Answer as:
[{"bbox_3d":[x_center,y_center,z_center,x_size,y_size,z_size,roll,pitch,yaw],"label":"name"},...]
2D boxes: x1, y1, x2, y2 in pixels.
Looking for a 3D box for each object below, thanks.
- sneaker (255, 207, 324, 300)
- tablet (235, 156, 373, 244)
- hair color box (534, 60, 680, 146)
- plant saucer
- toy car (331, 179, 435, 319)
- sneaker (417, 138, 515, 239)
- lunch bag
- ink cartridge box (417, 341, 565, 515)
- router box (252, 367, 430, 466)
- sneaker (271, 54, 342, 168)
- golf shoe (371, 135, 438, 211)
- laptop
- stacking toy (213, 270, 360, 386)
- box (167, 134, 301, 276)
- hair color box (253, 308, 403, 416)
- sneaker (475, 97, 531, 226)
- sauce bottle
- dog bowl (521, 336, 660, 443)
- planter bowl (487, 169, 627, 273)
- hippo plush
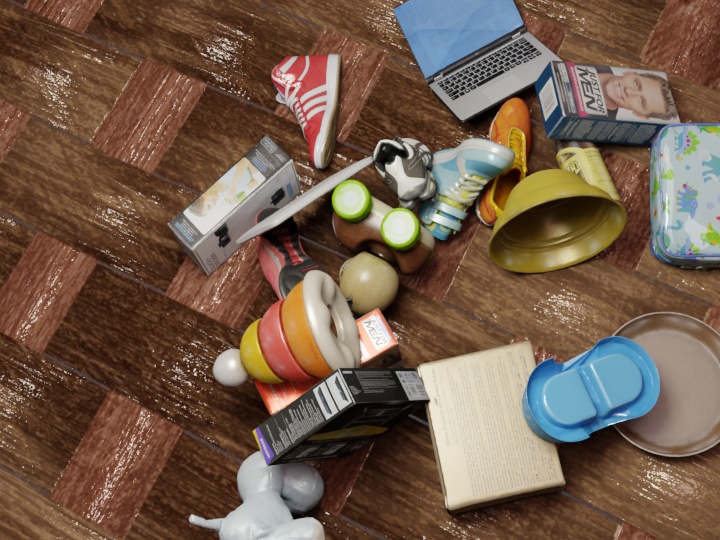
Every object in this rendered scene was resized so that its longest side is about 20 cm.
[{"bbox_3d":[-0.102,0.007,1.548,0.073,0.087,0.202,-11,59,-20],"label":"sneaker"},{"bbox_3d":[-0.080,-0.100,1.502,0.199,0.130,0.014,-36,98,-33],"label":"tablet"},{"bbox_3d":[0.364,-0.245,1.561,0.196,0.061,0.102,2,62,-19],"label":"hair color box"},{"bbox_3d":[0.424,0.158,1.463,0.196,0.032,0.204,-2,69,5],"label":"plant saucer"},{"bbox_3d":[0.000,0.000,1.511,0.156,0.164,0.202,29,88,16],"label":"toy car"},{"bbox_3d":[0.149,-0.111,1.524,0.078,0.200,0.133,20,79,-17],"label":"sneaker"},{"bbox_3d":[0.496,-0.105,1.513,0.158,0.083,0.204,0,79,5],"label":"lunch bag"},{"bbox_3d":[0.177,0.215,1.446,0.162,0.075,0.203,-12,69,3],"label":"ink cartridge box"},{"bbox_3d":[-0.021,0.189,1.385,0.157,0.199,0.053,-37,67,23],"label":"router box"},{"bbox_3d":[-0.090,-0.250,1.650,0.110,0.072,0.203,4,63,3],"label":"sneaker"},{"bbox_3d":[0.059,-0.166,1.547,0.077,0.095,0.201,-36,26,9],"label":"golf shoe"},{"bbox_3d":[0.181,-0.357,1.631,0.185,0.117,0.201,-28,42,-4],"label":"laptop"},{"bbox_3d":[-0.109,0.098,1.390,0.197,0.146,0.148,-21,68,15],"label":"stacking toy"},{"bbox_3d":[-0.184,-0.095,1.580,0.200,0.117,0.060,-42,73,-11],"label":"box"},{"bbox_3d":[-0.042,0.142,1.478,0.198,0.111,0.064,-30,68,-5],"label":"hair color box"},{"bbox_3d":[0.226,-0.163,1.573,0.072,0.077,0.204,16,75,-19],"label":"sneaker"},{"bbox_3d":[0.327,-0.160,1.576,0.065,0.066,0.203,-19,66,-1],"label":"sauce bottle"},{"bbox_3d":[0.301,0.162,1.406,0.197,0.050,0.113,-18,72,-19],"label":"dog bowl"},{"bbox_3d":[0.266,-0.083,1.486,0.197,0.201,0.085,-12,60,2],"label":"planter bowl"},{"bbox_3d":[-0.127,0.333,1.422,0.196,0.161,0.162,11,39,-5],"label":"hippo plush"}]
